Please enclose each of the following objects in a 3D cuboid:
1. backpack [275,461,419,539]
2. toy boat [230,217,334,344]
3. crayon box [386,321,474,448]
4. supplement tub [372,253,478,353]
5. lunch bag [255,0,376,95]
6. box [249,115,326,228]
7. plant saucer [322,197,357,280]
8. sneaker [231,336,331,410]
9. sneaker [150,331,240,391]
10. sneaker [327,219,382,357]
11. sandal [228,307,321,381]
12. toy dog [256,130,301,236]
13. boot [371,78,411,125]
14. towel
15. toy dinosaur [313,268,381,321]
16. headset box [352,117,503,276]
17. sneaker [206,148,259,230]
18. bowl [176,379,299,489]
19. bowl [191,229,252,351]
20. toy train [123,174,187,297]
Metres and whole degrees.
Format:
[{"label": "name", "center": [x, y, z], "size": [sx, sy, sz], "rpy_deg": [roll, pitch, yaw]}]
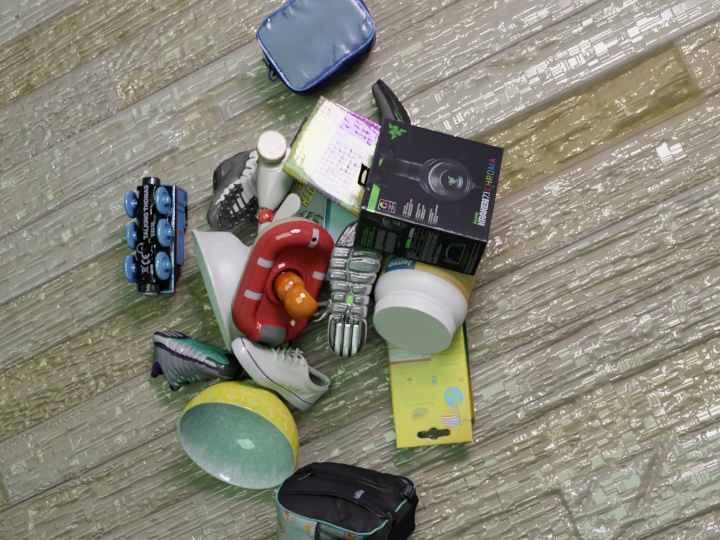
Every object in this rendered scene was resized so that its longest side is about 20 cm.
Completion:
[{"label": "backpack", "center": [-0.030, 0.378, 1.631], "size": [0.197, 0.176, 0.156], "rpy_deg": [16, 118, 22]}, {"label": "toy boat", "center": [-0.102, 0.026, 1.599], "size": [0.131, 0.129, 0.203], "rpy_deg": [41, 114, 52]}, {"label": "crayon box", "center": [0.109, 0.170, 1.689], "size": [0.125, 0.051, 0.204], "rpy_deg": [-6, 80, 12]}, {"label": "supplement tub", "center": [0.102, 0.007, 1.631], "size": [0.142, 0.146, 0.202], "rpy_deg": [9, 56, 15]}, {"label": "lunch bag", "center": [-0.073, -0.375, 1.769], "size": [0.199, 0.132, 0.137], "rpy_deg": [-34, 92, 6]}, {"label": "box", "center": [-0.069, -0.121, 1.746], "size": [0.158, 0.048, 0.202], "rpy_deg": [37, 105, 23]}, {"label": "plant saucer", "center": [-0.023, -0.083, 1.673], "size": [0.069, 0.019, 0.204], "rpy_deg": [4, 85, 18]}, {"label": "sneaker", "center": [-0.121, 0.146, 1.683], "size": [0.071, 0.200, 0.073], "rpy_deg": [-39, 46, 11]}, {"label": "sneaker", "center": [-0.269, 0.163, 1.760], "size": [0.198, 0.074, 0.089], "rpy_deg": [17, 98, 43]}, {"label": "sneaker", "center": [-0.016, 0.029, 1.614], "size": [0.074, 0.116, 0.203], "rpy_deg": [11, 84, -1]}, {"label": "sandal", "center": [-0.131, 0.127, 1.752], "size": [0.199, 0.082, 0.055], "rpy_deg": [-37, 98, -1]}, {"label": "toy dog", "center": [-0.115, -0.116, 1.690], "size": [0.095, 0.132, 0.204], "rpy_deg": [-1, 96, -4]}, {"label": "boot", "center": [0.025, -0.201, 1.755], "size": [0.130, 0.070, 0.202], "rpy_deg": [-28, 70, 17]}, {"label": "towel", "center": [-0.005, -0.160, 1.646], "size": [0.198, 0.023, 0.145], "rpy_deg": [29, 77, -1]}, {"label": "toy dinosaur", "center": [0.000, 0.000, 1.711], "size": [0.076, 0.102, 0.202], "rpy_deg": [26, 93, 15]}, {"label": "headset box", "center": [0.092, -0.109, 1.559], "size": [0.197, 0.093, 0.176], "rpy_deg": [15, 57, 1]}, {"label": "sneaker", "center": [-0.210, -0.132, 1.767], "size": [0.089, 0.067, 0.201], "rpy_deg": [-2, 40, 30]}, {"label": "bowl", "center": [-0.179, 0.239, 1.710], "size": [0.197, 0.202, 0.108], "rpy_deg": [7, 41, 15]}, {"label": "bowl", "center": [-0.199, 0.020, 1.729], "size": [0.089, 0.201, 0.204], "rpy_deg": [-17, 78, -10]}, {"label": "toy train", "center": [-0.336, -0.054, 1.797], "size": [0.085, 0.114, 0.204], "rpy_deg": [-5, 81, 16]}]
